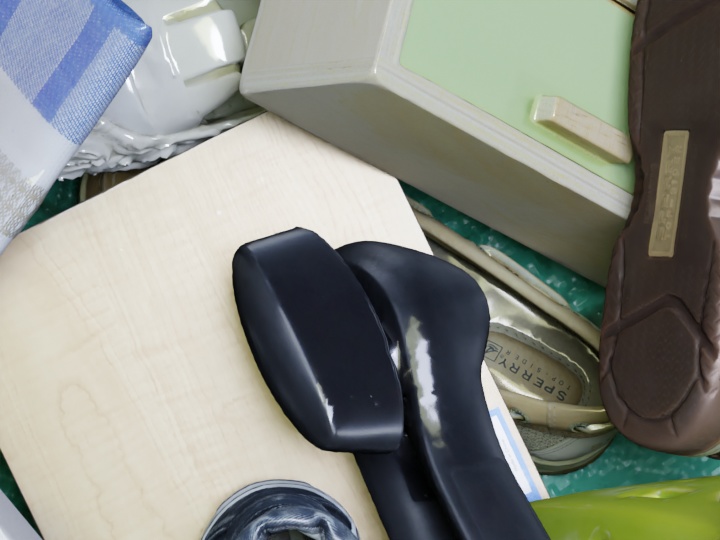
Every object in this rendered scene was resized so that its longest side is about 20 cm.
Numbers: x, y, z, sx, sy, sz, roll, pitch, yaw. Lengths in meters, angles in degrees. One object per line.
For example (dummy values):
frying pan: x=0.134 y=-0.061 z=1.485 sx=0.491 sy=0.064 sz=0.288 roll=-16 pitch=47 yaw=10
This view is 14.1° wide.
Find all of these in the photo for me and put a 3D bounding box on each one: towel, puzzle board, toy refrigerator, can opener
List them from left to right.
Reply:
towel: x=-0.159 y=-0.033 z=0.901 sx=0.200 sy=0.024 sz=0.147 roll=-52 pitch=51 yaw=10
puzzle board: x=-0.029 y=0.061 z=0.924 sx=0.150 sy=0.017 sz=0.201 roll=-26 pitch=91 yaw=-4
can opener: x=0.026 y=0.074 z=0.860 sx=0.078 sy=0.063 sz=0.201 roll=-17 pitch=66 yaw=-26
toy refrigerator: x=0.063 y=-0.054 z=0.922 sx=0.200 sy=0.070 sz=0.076 roll=27 pitch=71 yaw=-39

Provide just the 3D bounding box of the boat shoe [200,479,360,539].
boat shoe: x=-0.008 y=0.163 z=0.869 sx=0.070 sy=0.091 sz=0.201 roll=-16 pitch=90 yaw=-3

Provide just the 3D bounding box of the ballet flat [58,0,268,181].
ballet flat: x=-0.036 y=-0.077 z=0.940 sx=0.199 sy=0.072 sz=0.072 roll=-15 pitch=77 yaw=-28

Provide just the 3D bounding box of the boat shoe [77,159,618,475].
boat shoe: x=-0.001 y=0.003 z=0.964 sx=0.200 sy=0.063 sz=0.073 roll=31 pitch=77 yaw=4

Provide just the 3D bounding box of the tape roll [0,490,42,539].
tape roll: x=-0.159 y=0.156 z=0.848 sx=0.203 sy=0.203 sz=0.139 roll=-40 pitch=82 yaw=-11

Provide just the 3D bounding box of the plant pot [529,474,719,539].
plant pot: x=0.167 y=0.149 z=0.851 sx=0.198 sy=0.181 sz=0.201 roll=-2 pitch=79 yaw=-22

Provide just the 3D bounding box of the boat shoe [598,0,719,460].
boat shoe: x=0.125 y=-0.043 z=0.886 sx=0.075 sy=0.075 sz=0.203 roll=11 pitch=93 yaw=-39
